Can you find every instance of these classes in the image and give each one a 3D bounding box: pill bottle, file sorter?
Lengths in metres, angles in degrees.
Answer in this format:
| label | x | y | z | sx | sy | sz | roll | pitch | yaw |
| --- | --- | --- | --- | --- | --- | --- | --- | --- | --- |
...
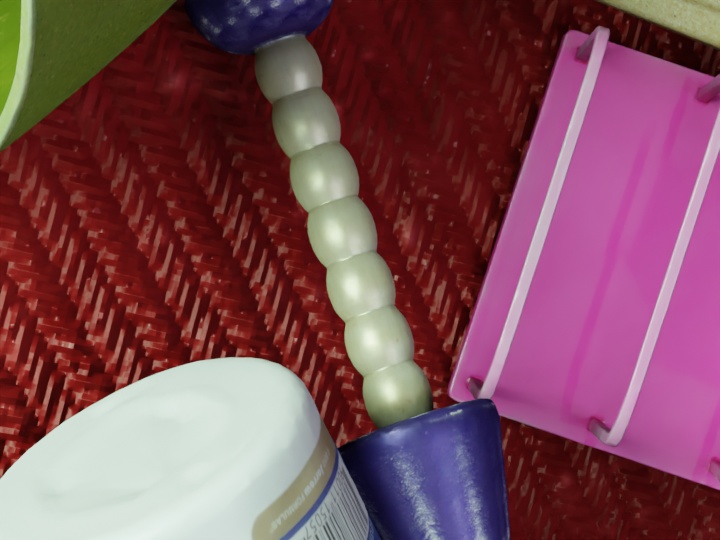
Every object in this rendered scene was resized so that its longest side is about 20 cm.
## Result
| label | x | y | z | sx | sy | sz | roll | pitch | yaw |
| --- | --- | --- | --- | --- | --- | --- | --- | --- | --- |
| pill bottle | -0.029 | 0.137 | 0.818 | 0.111 | 0.111 | 0.201 | -34 | 113 | -23 |
| file sorter | 0.146 | 0.011 | 0.893 | 0.199 | 0.125 | 0.140 | 19 | 91 | 0 |

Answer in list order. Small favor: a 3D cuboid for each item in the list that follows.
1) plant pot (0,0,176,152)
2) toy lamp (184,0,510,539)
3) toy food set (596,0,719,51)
| label | x | y | z | sx | sy | sz | roll | pitch | yaw |
| --- | --- | --- | --- | --- | --- | --- | --- | --- | --- |
| plant pot | -0.083 | -0.150 | 0.742 | 0.200 | 0.186 | 0.188 | -34 | 118 | -37 |
| toy lamp | 0.000 | 0.000 | 0.839 | 0.058 | 0.058 | 0.201 | -13 | 82 | -31 |
| toy food set | 0.160 | -0.085 | 0.893 | 0.197 | 0.200 | 0.049 | 17 | 98 | -32 |
